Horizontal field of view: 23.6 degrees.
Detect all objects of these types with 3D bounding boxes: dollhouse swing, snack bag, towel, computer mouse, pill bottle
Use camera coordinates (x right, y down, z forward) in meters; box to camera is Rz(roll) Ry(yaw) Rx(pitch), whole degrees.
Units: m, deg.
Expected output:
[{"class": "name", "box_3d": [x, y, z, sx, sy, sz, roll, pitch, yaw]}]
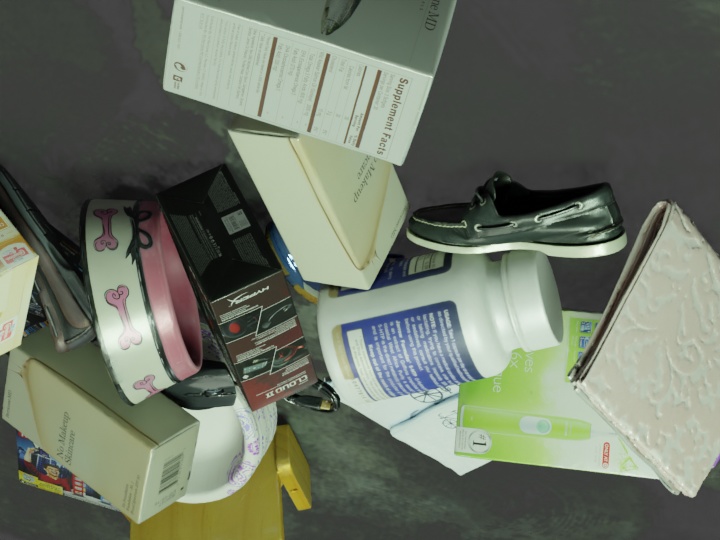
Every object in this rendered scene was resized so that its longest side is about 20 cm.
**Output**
[{"class": "dollhouse swing", "box_3d": [-0.158, 0.286, 1.923, 0.200, 0.176, 0.182, -12, 150, 4]}, {"class": "snack bag", "box_3d": [0.083, 0.143, 1.821, 0.200, 0.021, 0.188, 32, 143, -21]}, {"class": "towel", "box_3d": [0.274, 0.071, 1.495, 0.032, 0.191, 0.200, 9, 151, 49]}, {"class": "computer mouse", "box_3d": [-0.117, 0.121, 1.703, 0.200, 0.034, 0.059, 4, 121, 19]}, {"class": "pill bottle", "box_3d": [0.073, 0.043, 1.531, 0.200, 0.120, 0.120, -13, 138, 16]}]

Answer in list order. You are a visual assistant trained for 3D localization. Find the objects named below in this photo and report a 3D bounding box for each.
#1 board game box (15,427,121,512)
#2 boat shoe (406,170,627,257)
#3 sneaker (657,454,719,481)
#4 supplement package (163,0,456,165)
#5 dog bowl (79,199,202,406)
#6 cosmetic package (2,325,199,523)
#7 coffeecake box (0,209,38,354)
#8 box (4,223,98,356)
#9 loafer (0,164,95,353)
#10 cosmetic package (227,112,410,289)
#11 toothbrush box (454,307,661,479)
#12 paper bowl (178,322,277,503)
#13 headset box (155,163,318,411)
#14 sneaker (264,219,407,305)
[{"class": "board game box", "box_3d": [-0.304, 0.210, 2.045, 0.200, 0.062, 0.200, 16, 145, 1]}, {"class": "boat shoe", "box_3d": [0.130, -0.053, 1.489, 0.199, 0.074, 0.066, 6, 117, 30]}, {"class": "sneaker", "box_3d": [0.315, 0.164, 1.677, 0.080, 0.089, 0.200, -12, 145, -5]}, {"class": "supplement package", "box_3d": [-0.037, -0.184, 1.326, 0.200, 0.117, 0.117, 17, 146, -1]}, {"class": "dog bowl", "box_3d": [-0.204, 0.023, 1.634, 0.074, 0.200, 0.200, -13, 141, 2]}, {"class": "cosmetic package", "box_3d": [-0.261, 0.149, 1.724, 0.200, 0.073, 0.104, 31, 127, 25]}, {"class": "coffeecake box", "box_3d": [-0.400, -0.027, 1.644, 0.200, 0.073, 0.154, 48, 145, 18]}, {"class": "box", "box_3d": [-0.363, 0.012, 1.803, 0.200, 0.050, 0.198, 39, 139, -28]}, {"class": "loafer", "box_3d": [-0.315, -0.012, 1.648, 0.200, 0.063, 0.072, 54, 179, 9]}, {"class": "cosmetic package", "box_3d": [-0.032, -0.086, 1.469, 0.073, 0.104, 0.200, 9, 147, 28]}, {"class": "toothbrush box", "box_3d": [0.196, 0.108, 1.595, 0.200, 0.146, 0.086, 5, 180, 17]}, {"class": "paper bowl", "box_3d": [-0.183, 0.139, 1.824, 0.200, 0.104, 0.201, 11, 124, 17]}, {"class": "headset box", "box_3d": [-0.112, 0.024, 1.616, 0.075, 0.149, 0.200, -25, 143, -7]}, {"class": "sneaker", "box_3d": [0.000, 0.000, 1.628, 0.088, 0.075, 0.200, -35, 124, 28]}]
